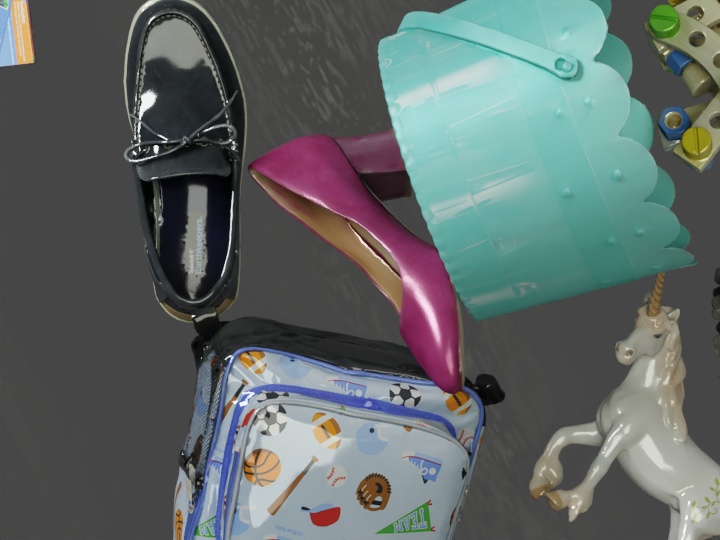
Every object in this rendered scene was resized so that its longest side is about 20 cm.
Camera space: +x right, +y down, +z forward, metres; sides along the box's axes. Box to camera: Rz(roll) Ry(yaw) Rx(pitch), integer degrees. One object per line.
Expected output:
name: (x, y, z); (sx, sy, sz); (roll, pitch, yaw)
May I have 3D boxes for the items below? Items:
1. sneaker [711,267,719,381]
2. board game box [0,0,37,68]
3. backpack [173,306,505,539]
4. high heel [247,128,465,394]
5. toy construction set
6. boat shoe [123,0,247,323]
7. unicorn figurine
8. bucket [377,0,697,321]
sneaker: (0.276, 0.085, 1.552); (0.097, 0.071, 0.202); (-18, 94, 14)
board game box: (-0.260, -0.220, 1.551); (0.102, 0.019, 0.201); (-6, 91, -1)
backpack: (-0.023, 0.140, 1.510); (0.199, 0.154, 0.192); (12, 106, -7)
high heel: (0.000, 0.000, 1.510); (0.096, 0.068, 0.201); (-12, 48, -9)
toy construction set: (0.256, -0.149, 1.543); (0.199, 0.092, 0.132); (-22, 68, -10)
boat shoe: (-0.105, -0.068, 1.542); (0.074, 0.062, 0.201); (-4, 90, -1)
unicorn figurine: (0.176, 0.112, 1.562); (0.137, 0.074, 0.200); (-41, 107, -11)
bucket: (0.102, -0.076, 1.484); (0.134, 0.207, 0.208); (-19, 92, 9)
